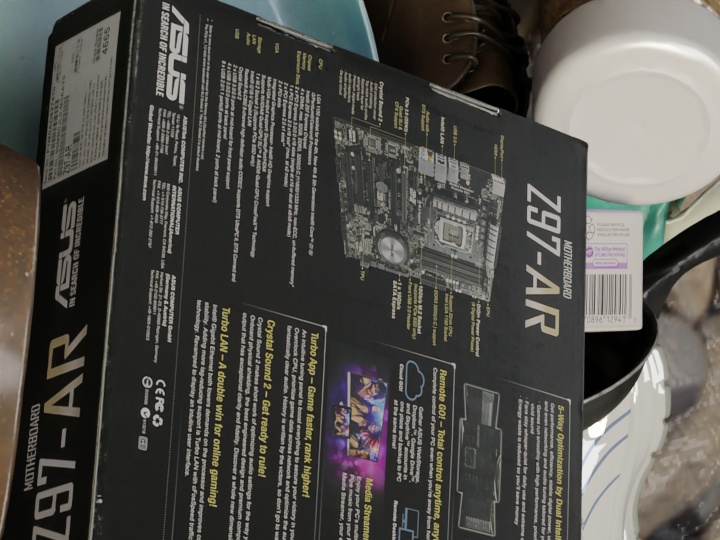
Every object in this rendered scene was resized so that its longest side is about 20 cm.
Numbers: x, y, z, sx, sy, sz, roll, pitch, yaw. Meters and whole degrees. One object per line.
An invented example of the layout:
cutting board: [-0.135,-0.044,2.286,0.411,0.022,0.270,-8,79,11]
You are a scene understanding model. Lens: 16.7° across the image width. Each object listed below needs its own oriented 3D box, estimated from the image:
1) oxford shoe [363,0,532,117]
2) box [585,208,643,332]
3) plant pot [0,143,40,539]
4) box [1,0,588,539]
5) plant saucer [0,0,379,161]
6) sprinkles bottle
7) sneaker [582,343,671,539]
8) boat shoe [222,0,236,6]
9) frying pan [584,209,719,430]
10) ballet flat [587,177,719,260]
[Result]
oxford shoe: [0.033,-0.080,0.851,0.073,0.084,0.200,15,83,-38]
box: [0.000,0.000,0.730,0.200,0.039,0.042,-1,91,-37]
plant pot: [-0.178,0.010,0.565,0.200,0.187,0.187,7,90,-10]
box: [-0.012,0.041,0.643,0.160,0.044,0.200,17,66,-36]
plant saucer: [-0.079,-0.040,0.709,0.200,0.027,0.201,-1,92,-36]
sprinkles bottle: [0.093,-0.108,0.843,0.068,0.068,0.200,51,27,-31]
sneaker: [0.062,0.077,0.901,0.087,0.074,0.200,-11,100,-33]
boat shoe: [-0.075,-0.037,0.777,0.068,0.075,0.200,-13,101,-27]
frying pan: [0.063,0.016,0.847,0.190,0.115,0.031,-37,124,-47]
ballet flat: [0.144,-0.071,0.948,0.200,0.070,0.067,-50,162,-22]
